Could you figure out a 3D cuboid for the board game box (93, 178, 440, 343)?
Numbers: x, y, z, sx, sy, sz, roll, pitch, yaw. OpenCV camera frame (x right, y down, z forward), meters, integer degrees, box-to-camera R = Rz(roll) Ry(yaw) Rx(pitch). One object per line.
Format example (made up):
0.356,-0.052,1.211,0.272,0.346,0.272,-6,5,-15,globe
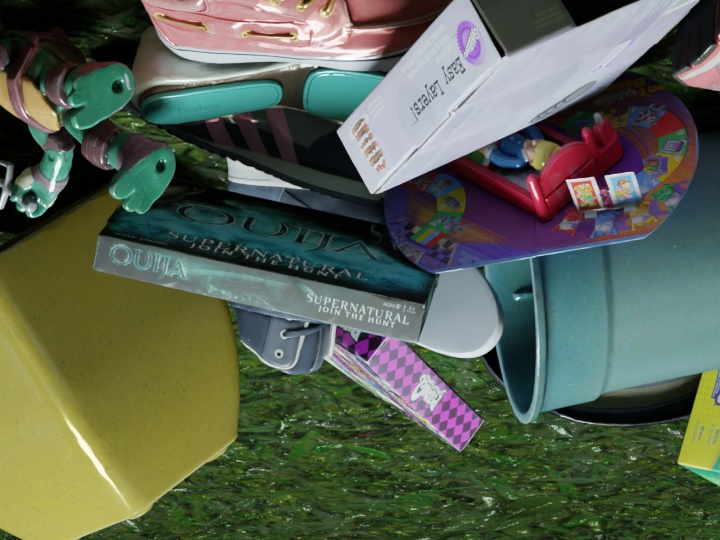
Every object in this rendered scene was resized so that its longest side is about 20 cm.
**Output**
-0.052,-0.010,1.576,0.200,0.028,0.135,13,-161,3,board game box

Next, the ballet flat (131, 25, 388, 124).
-0.041,-0.127,1.553,0.200,0.069,0.069,-2,157,-9,ballet flat

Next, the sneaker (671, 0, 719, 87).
0.249,-0.148,1.454,0.087,0.074,0.200,23,149,-17,sneaker

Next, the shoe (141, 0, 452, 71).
-0.032,-0.161,1.462,0.200,0.072,0.091,-1,163,14,shoe

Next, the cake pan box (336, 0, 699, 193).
0.102,-0.129,1.458,0.184,0.052,0.200,-27,171,-29,cake pan box

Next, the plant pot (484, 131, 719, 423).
0.192,-0.010,1.690,0.196,0.200,0.200,-7,157,-5,plant pot

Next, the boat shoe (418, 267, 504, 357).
0.025,0.000,1.759,0.200,0.069,0.057,34,179,30,boat shoe

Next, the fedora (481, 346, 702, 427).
0.185,0.028,1.843,0.200,0.201,0.092,1,125,-2,fedora

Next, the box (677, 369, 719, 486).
0.292,0.058,1.815,0.048,0.200,0.117,9,169,34,box

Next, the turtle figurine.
-0.202,-0.100,1.551,0.200,0.101,0.150,17,162,44,turtle figurine

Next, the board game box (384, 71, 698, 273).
0.106,-0.075,1.579,0.200,0.158,0.039,-9,132,14,board game box

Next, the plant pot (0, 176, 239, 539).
-0.196,0.071,1.748,0.195,0.200,0.194,-26,-173,45,plant pot

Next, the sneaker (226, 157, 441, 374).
0.000,0.000,1.689,0.202,0.146,0.077,7,-173,30,sneaker

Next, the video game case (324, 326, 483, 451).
-0.015,0.044,1.859,0.181,0.036,0.200,35,174,31,video game case

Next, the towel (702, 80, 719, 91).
0.300,-0.154,1.546,0.144,0.023,0.200,8,154,-14,towel

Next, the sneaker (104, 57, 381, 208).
-0.069,-0.108,1.613,0.200,0.082,0.070,21,-175,-3,sneaker
